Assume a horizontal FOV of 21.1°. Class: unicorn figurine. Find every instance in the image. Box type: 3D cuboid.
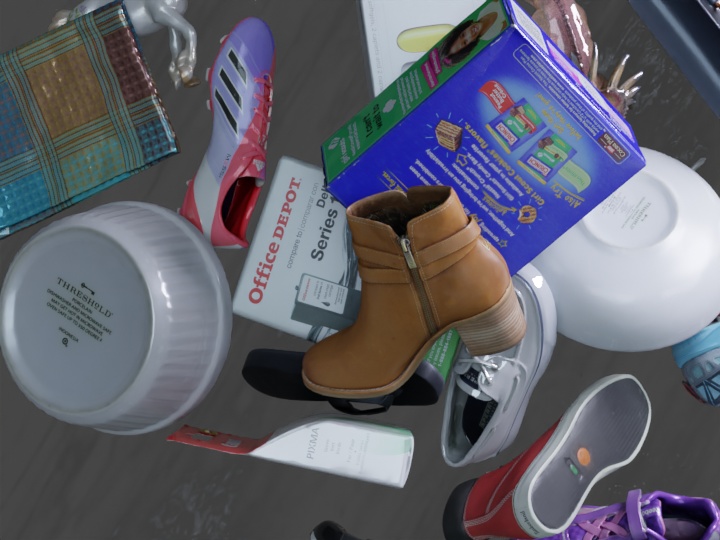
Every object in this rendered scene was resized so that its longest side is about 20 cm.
[{"bbox_3d":[-0.184,-0.220,1.678,0.198,0.074,0.139,-17,88,0],"label":"unicorn figurine"}]

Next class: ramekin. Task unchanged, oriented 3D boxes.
[{"bbox_3d":[-0.216,0.041,1.629,0.200,0.094,0.205,0,91,26],"label":"ramekin"}]

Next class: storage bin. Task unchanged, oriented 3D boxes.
[{"bbox_3d":[0.344,-0.225,1.654,0.134,0.146,0.200,-39,89,-11],"label":"storage bin"}]

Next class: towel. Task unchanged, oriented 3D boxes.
[{"bbox_3d":[-0.265,-0.129,1.672,0.199,0.022,0.148,-23,89,19],"label":"towel"}]

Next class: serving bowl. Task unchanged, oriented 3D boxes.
[{"bbox_3d":[0.222,-0.033,1.631,0.198,0.066,0.202,0,54,0],"label":"serving bowl"}]

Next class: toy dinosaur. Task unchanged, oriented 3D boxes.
[{"bbox_3d":[0.176,-0.185,1.645,0.085,0.136,0.201,-27,86,0],"label":"toy dinosaur"}]

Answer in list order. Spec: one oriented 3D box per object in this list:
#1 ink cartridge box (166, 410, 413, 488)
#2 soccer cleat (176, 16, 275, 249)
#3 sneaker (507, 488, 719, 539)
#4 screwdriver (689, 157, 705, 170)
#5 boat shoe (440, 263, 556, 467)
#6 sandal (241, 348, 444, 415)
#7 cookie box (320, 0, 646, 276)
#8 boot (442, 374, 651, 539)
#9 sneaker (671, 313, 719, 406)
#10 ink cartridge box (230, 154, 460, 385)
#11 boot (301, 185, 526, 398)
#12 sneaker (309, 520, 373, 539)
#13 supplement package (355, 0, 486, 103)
[{"bbox_3d":[-0.055,0.137,1.629,0.198,0.161,0.051,14,89,1],"label":"ink cartridge box"},{"bbox_3d":[-0.101,-0.116,1.671,0.076,0.066,0.202,19,94,41],"label":"soccer cleat"},{"bbox_3d":[0.225,0.225,1.654,0.198,0.089,0.081,-1,59,-2],"label":"sneaker"},{"bbox_3d":[0.229,-0.035,1.698,0.200,0.029,0.028,-40,89,0],"label":"screwdriver"},{"bbox_3d":[0.112,0.086,1.626,0.073,0.065,0.202,31,130,31],"label":"boat shoe"},{"bbox_3d":[-0.014,0.101,1.641,0.199,0.076,0.043,-3,55,36],"label":"sandal"},{"bbox_3d":[0.095,-0.091,1.538,0.200,0.075,0.171,-40,115,17],"label":"cookie box"},{"bbox_3d":[0.156,0.165,1.675,0.200,0.144,0.073,-41,101,-38],"label":"boot"},{"bbox_3d":[0.371,0.060,1.682,0.198,0.079,0.096,-19,98,8],"label":"sneaker"},{"bbox_3d":[0.000,0.000,1.670,0.198,0.083,0.148,18,89,0],"label":"ink cartridge box"},{"bbox_3d":[0.018,0.017,1.513,0.198,0.077,0.156,-13,130,24],"label":"boot"},{"bbox_3d":[0.039,0.263,1.636,0.090,0.070,0.200,-48,48,1],"label":"sneaker"},{"bbox_3d":[0.053,-0.221,1.638,0.110,0.156,0.202,-9,89,-1],"label":"supplement package"}]
